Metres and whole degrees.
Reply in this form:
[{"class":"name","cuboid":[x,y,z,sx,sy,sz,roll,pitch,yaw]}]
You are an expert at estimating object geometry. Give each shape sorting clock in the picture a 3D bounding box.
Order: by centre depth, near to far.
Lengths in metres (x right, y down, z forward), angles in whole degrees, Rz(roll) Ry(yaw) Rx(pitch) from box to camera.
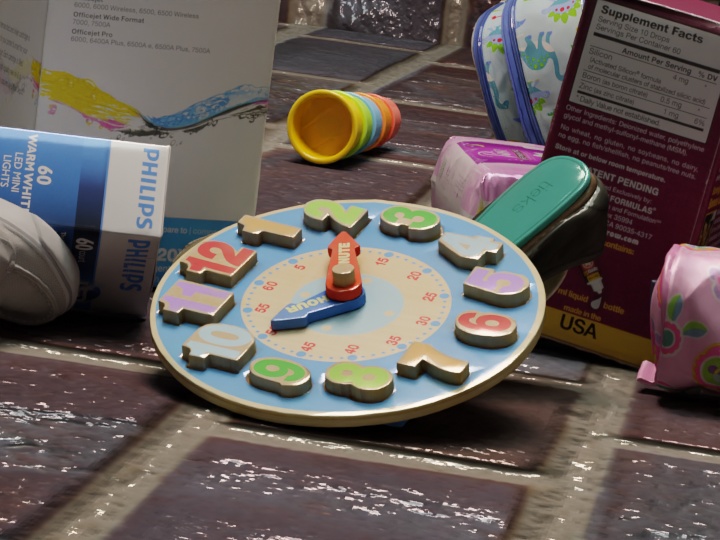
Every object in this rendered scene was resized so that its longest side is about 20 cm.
[{"class":"shape sorting clock","cuboid":[-0.007,0.016,1.498,0.199,0.039,0.200,-5,30,3]}]

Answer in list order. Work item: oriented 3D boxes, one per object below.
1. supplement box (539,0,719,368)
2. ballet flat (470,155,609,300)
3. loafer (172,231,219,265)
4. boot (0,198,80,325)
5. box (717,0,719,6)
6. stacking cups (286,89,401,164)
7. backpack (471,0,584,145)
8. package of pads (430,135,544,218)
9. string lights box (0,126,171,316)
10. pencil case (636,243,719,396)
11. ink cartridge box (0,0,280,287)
[{"class":"supplement box","cuboid":[0.164,-0.057,1.733,0.103,0.201,0.131,18,10,15]},{"class":"ballet flat","cuboid":[0.053,0.015,1.584,0.199,0.069,0.068,-30,40,-15]},{"class":"loafer","cuboid":[-0.017,-0.002,1.668,0.199,0.076,0.070,2,15,-31]},{"class":"boot","cuboid":[-0.217,0.003,1.510,0.073,0.096,0.200,-20,-38,30]},{"class":"box","cuboid":[0.316,-0.156,1.840,0.199,0.183,0.104,-22,50,-39]},{"class":"stacking cups","cuboid":[-0.008,-0.127,2.496,0.060,0.061,0.200,9,9,12]},{"class":"backpack","cuboid":[0.181,-0.167,2.554,0.146,0.184,0.200,-14,5,20]},{"class":"package of pads","cuboid":[0.117,-0.040,2.008,0.120,0.076,0.200,8,9,-7]},{"class":"string lights box","cuboid":[-0.206,-0.030,1.608,0.199,0.059,0.103,6,-27,-7]},{"class":"pencil case","cuboid":[0.250,0.038,1.603,0.199,0.088,0.087,8,9,8]},{"class":"ink cartridge box","cuboid":[-0.141,-0.102,1.788,0.144,0.201,0.147,4,10,-19]}]
